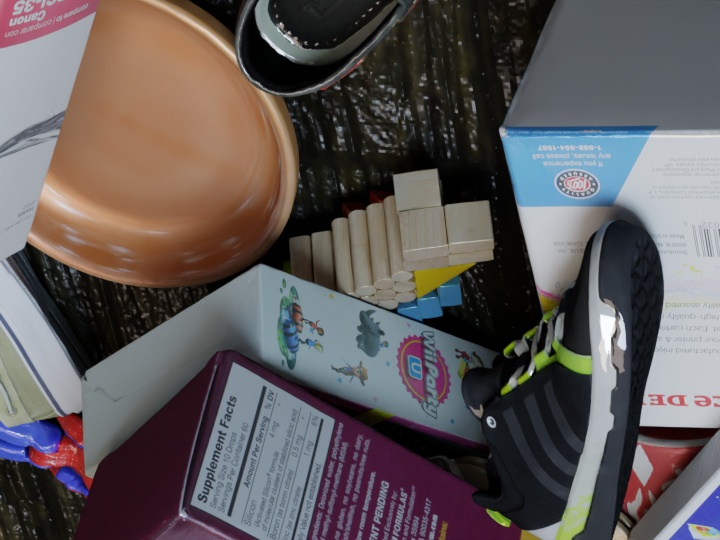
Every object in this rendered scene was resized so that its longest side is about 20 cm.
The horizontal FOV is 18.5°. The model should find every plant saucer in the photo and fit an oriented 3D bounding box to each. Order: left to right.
[{"bbox_3d":[-0.125,-0.077,1.159,0.200,0.037,0.200,11,132,12],"label":"plant saucer"}]

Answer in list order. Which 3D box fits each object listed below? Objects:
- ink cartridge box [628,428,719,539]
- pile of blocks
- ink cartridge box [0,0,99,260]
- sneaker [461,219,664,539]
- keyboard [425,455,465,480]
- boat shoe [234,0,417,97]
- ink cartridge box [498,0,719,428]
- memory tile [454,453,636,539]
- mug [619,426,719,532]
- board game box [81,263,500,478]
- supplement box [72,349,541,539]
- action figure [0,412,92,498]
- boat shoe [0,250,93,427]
[{"bbox_3d":[0.206,0.105,1.018,0.099,0.039,0.200,26,139,-5],"label":"ink cartridge box"},{"bbox_3d":[0.000,0.000,1.169,0.200,0.062,0.082,-28,145,36],"label":"pile of blocks"},{"bbox_3d":[-0.218,-0.109,1.086,0.147,0.083,0.200,35,126,18],"label":"ink cartridge box"},{"bbox_3d":[0.084,0.058,0.997,0.083,0.072,0.200,14,134,12],"label":"sneaker"},{"bbox_3d":[0.069,0.184,1.170,0.056,0.011,0.200,-16,108,39],"label":"keyboard"},{"bbox_3d":[0.010,-0.154,1.023,0.074,0.063,0.201,37,131,-9],"label":"boat shoe"},{"bbox_3d":[0.157,-0.021,1.034,0.129,0.125,0.200,1,131,21],"label":"ink cartridge box"},{"bbox_3d":[0.107,0.179,1.158,0.200,0.017,0.153,53,138,-4],"label":"memory tile"},{"bbox_3d":[0.164,0.144,1.160,0.177,0.133,0.200,-19,124,-10],"label":"mug"},{"bbox_3d":[-0.025,0.078,1.178,0.200,0.064,0.148,19,144,-39],"label":"board game box"},{"bbox_3d":[-0.027,0.148,1.088,0.200,0.103,0.131,30,137,-18],"label":"supplement box"},{"bbox_3d":[-0.197,0.100,1.336,0.200,0.052,0.065,20,139,-3],"label":"action figure"},{"bbox_3d":[-0.214,0.015,1.241,0.062,0.072,0.200,-26,123,1],"label":"boat shoe"}]
